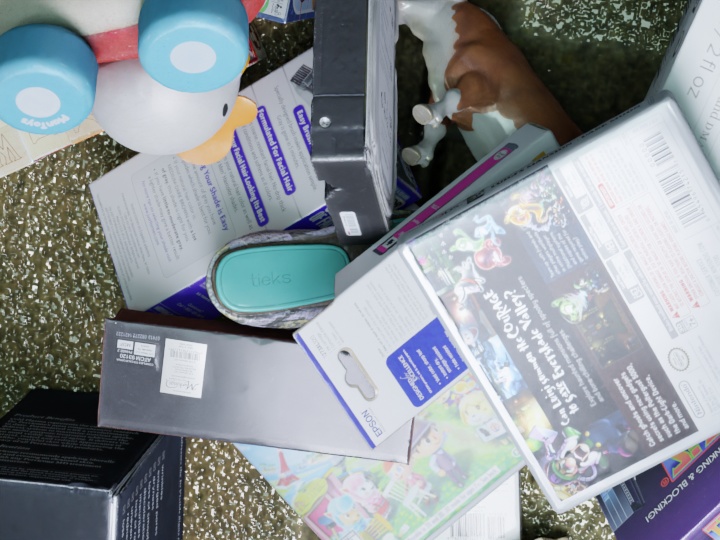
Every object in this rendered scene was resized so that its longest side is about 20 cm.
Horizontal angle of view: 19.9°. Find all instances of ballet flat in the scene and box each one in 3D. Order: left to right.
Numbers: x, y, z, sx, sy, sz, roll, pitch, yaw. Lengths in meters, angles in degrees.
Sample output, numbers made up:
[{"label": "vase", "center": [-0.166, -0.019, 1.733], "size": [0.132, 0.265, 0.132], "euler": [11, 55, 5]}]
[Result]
[{"label": "ballet flat", "center": [0.000, 0.000, 1.288], "size": [0.198, 0.072, 0.073], "euler": [-3, 102, -9]}]

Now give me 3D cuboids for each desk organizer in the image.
[{"label": "desk organizer", "center": [-0.061, 0.065, 1.308], "size": [0.198, 0.077, 0.072], "euler": [7, 106, 2]}]

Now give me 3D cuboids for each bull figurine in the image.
[{"label": "bull figurine", "center": [0.084, -0.096, 1.312], "size": [0.200, 0.122, 0.065], "euler": [45, 142, -9]}]

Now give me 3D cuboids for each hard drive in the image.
[{"label": "hard drive", "center": [-0.002, -0.132, 1.221], "size": [0.037, 0.140, 0.202], "euler": [-2, 70, 6]}]

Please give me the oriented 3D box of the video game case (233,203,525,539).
[{"label": "video game case", "center": [0.020, 0.087, 1.360], "size": [0.200, 0.022, 0.182], "euler": [-40, 99, 14]}]

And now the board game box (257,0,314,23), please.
[{"label": "board game box", "center": [-0.022, -0.259, 1.277], "size": [0.034, 0.135, 0.202], "euler": [16, 105, 12]}]

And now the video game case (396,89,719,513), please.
[{"label": "video game case", "center": [0.146, 0.022, 1.202], "size": [0.181, 0.023, 0.201], "euler": [-28, 108, 11]}]

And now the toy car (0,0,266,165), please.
[{"label": "toy car", "center": [-0.109, -0.136, 1.200], "size": [0.175, 0.186, 0.200], "euler": [-14, 142, 15]}]

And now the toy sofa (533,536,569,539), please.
[{"label": "toy sofa", "center": [0.063, 0.255, 1.411], "size": [0.199, 0.098, 0.084], "euler": [-23, 74, 14]}]

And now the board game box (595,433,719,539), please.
[{"label": "board game box", "center": [0.233, 0.091, 1.296], "size": [0.057, 0.166, 0.200], "euler": [36, 107, -29]}]

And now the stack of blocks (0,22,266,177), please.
[{"label": "stack of blocks", "center": [-0.171, -0.122, 1.342], "size": [0.198, 0.115, 0.059], "euler": [-22, 98, 14]}]

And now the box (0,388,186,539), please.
[{"label": "box", "center": [-0.196, 0.205, 1.373], "size": [0.123, 0.197, 0.202], "euler": [5, 103, 9]}]

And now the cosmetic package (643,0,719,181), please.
[{"label": "cosmetic package", "center": [0.285, -0.108, 1.245], "size": [0.198, 0.165, 0.166], "euler": [24, 106, 3]}]

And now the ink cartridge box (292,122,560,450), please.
[{"label": "ink cartridge box", "center": [0.056, 0.009, 1.235], "size": [0.200, 0.037, 0.095], "euler": [-39, 114, -11]}]

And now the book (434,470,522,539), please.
[{"label": "book", "center": [0.042, 0.089, 1.390], "size": [0.132, 0.048, 0.202], "euler": [0, 103, 7]}]

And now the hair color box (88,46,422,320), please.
[{"label": "hair color box", "center": [-0.071, -0.052, 1.343], "size": [0.199, 0.065, 0.110], "euler": [-30, 62, 17]}]
